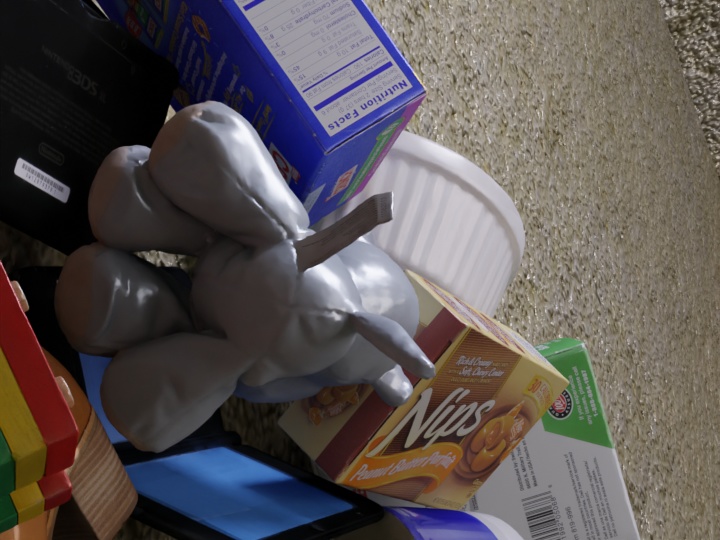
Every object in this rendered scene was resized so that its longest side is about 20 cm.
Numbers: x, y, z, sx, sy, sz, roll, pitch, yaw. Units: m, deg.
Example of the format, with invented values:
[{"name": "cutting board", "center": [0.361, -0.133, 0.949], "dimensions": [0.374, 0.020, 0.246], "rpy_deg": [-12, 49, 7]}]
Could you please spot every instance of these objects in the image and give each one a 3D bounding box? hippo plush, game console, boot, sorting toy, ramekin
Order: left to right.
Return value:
[{"name": "sorting toy", "center": [-0.171, 0.011, 0.649], "dimensions": [0.199, 0.069, 0.200], "rpy_deg": [63, -16, 10]}, {"name": "boot", "center": [-0.184, 0.096, 0.765], "dimensions": [0.156, 0.076, 0.200], "rpy_deg": [58, 38, -20]}, {"name": "game console", "center": [-0.191, -0.115, 0.887], "dimensions": [0.200, 0.116, 0.177], "rpy_deg": [35, 68, -63]}, {"name": "game console", "center": [-0.086, 0.073, 0.960], "dimensions": [0.200, 0.116, 0.177], "rpy_deg": [1, 76, -69]}, {"name": "hippo plush", "center": [-0.040, -0.001, 0.886], "dimensions": [0.161, 0.199, 0.160], "rpy_deg": [3, 72, -65]}, {"name": "ramekin", "center": [0.000, 0.000, 1.131], "dimensions": [0.203, 0.202, 0.095], "rpy_deg": [53, 43, -44]}]

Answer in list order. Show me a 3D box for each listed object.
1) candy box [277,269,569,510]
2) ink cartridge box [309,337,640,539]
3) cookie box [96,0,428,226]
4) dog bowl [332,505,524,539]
[{"name": "candy box", "center": [0.044, 0.078, 1.036], "dimensions": [0.055, 0.116, 0.200], "rpy_deg": [42, 6, 26]}, {"name": "ink cartridge box", "center": [0.071, 0.143, 1.187], "dimensions": [0.083, 0.199, 0.147], "rpy_deg": [-162, -124, -84]}, {"name": "cookie box", "center": [-0.064, -0.131, 0.972], "dimensions": [0.200, 0.075, 0.171], "rpy_deg": [55, -20, 6]}, {"name": "dog bowl", "center": [0.034, 0.242, 1.036], "dimensions": [0.079, 0.200, 0.201], "rpy_deg": [10, 61, -26]}]
